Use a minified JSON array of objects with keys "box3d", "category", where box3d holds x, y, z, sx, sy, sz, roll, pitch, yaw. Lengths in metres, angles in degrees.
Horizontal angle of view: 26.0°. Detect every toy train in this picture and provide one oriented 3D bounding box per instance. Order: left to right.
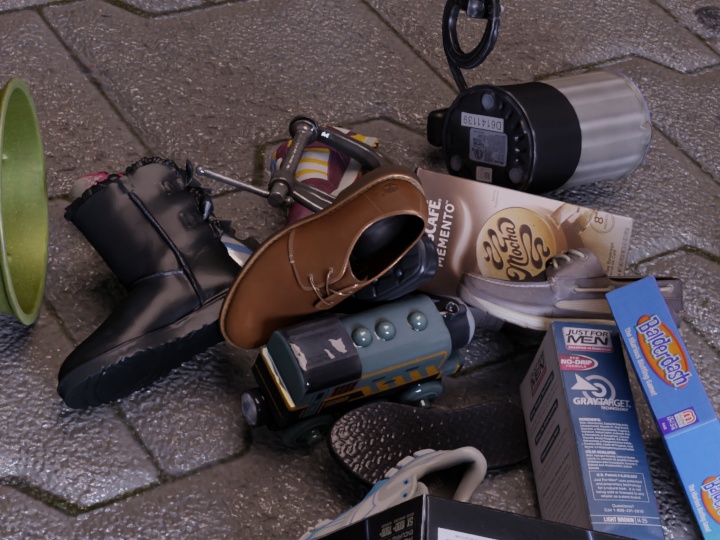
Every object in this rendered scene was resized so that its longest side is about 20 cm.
[{"box3d":[0.001,0.076,1.254,0.199,0.114,0.085,-14,64,-28],"category":"toy train"}]

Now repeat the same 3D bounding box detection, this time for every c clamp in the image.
[{"box3d":[-0.037,-0.090,1.368,0.170,0.027,0.200,26,26,0],"category":"c clamp"}]

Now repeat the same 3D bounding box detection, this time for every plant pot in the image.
[{"box3d":[-0.364,-0.054,1.263,0.189,0.201,0.200,-1,42,-1],"category":"plant pot"}]

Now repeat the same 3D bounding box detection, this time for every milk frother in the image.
[{"box3d":[0.172,-0.183,1.521,0.188,0.201,0.180,-14,39,-43],"category":"milk frother"}]

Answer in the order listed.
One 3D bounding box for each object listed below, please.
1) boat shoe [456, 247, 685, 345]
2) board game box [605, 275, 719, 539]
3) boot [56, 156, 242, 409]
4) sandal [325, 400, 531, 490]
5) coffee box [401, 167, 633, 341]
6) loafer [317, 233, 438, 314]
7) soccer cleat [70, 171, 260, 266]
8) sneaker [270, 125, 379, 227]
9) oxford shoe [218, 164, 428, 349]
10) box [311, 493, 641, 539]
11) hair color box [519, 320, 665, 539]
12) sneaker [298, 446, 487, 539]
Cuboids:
[{"box3d":[0.177,0.016,1.301,0.199,0.074,0.074,11,3,-14],"category":"boat shoe"},{"box3d":[0.257,0.124,1.229,0.045,0.200,0.152,-22,45,7],"category":"board game box"},{"box3d":[-0.188,0.004,1.272,0.198,0.073,0.163,-28,70,-19],"category":"boot"},{"box3d":[0.055,0.145,1.258,0.199,0.045,0.075,0,67,-36],"category":"sandal"},{"box3d":[0.129,-0.008,1.382,0.199,0.080,0.113,13,76,-4],"category":"coffee box"},{"box3d":[0.000,0.000,1.308,0.070,0.200,0.068,2,80,-39],"category":"loafer"},{"box3d":[-0.179,-0.020,1.352,0.199,0.070,0.086,24,52,14],"category":"soccer cleat"},{"box3d":[-0.051,-0.071,1.450,0.090,0.075,0.200,17,34,11],"category":"sneaker"},{"box3d":[-0.031,0.000,1.204,0.071,0.200,0.071,42,16,-31],"category":"oxford shoe"},{"box3d":[0.079,0.223,1.034,0.199,0.164,0.086,16,62,-28],"category":"box"},{"box3d":[0.178,0.149,1.225,0.060,0.100,0.201,4,51,-12],"category":"hair color box"},{"box3d":[0.018,0.191,1.135,0.075,0.087,0.200,47,61,0],"category":"sneaker"}]
